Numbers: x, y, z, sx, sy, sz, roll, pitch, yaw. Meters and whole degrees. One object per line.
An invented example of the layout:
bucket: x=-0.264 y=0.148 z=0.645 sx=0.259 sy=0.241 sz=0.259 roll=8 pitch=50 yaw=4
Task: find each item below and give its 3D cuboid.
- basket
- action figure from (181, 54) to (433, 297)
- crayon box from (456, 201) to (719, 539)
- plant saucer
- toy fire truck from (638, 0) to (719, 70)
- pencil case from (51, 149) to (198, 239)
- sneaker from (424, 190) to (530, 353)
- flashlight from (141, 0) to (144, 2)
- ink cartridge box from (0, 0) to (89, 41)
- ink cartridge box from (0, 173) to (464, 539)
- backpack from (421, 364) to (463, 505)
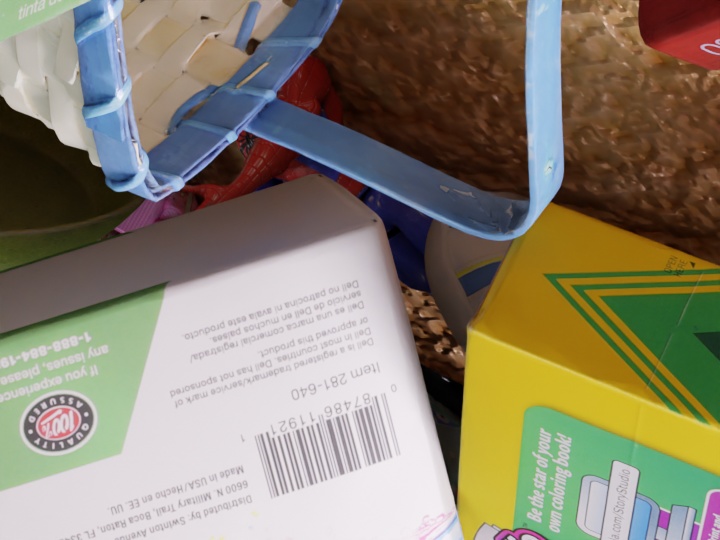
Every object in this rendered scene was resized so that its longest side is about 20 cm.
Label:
basket: x=-0.032 y=-0.105 z=0.789 sx=0.199 sy=0.139 sz=0.177 roll=26 pitch=140 yaw=21
action figure: x=0.000 y=0.000 z=0.984 sx=0.200 sy=0.099 sz=0.065 roll=40 pitch=150 yaw=-9
crayon box: x=0.116 y=0.081 z=0.881 sx=0.172 sy=0.058 sz=0.200 roll=23 pitch=149 yaw=14
plant saucer: x=-0.170 y=-0.041 z=1.003 sx=0.199 sy=0.200 sz=0.031 roll=22 pitch=113 yaw=20
toy fire truck: x=0.095 y=-0.120 z=0.633 sx=0.199 sy=0.129 sz=0.176 roll=15 pitch=163 yaw=-31
pencil case: x=-0.061 y=0.033 z=1.114 sx=0.082 sy=0.087 sz=0.200 roll=-18 pitch=131 yaw=19
sneaker: x=0.121 y=0.024 z=0.938 sx=0.200 sy=0.076 sz=0.105 roll=36 pitch=137 yaw=-13
flashlight: x=-0.121 y=-0.154 z=0.895 sx=0.068 sy=0.067 sz=0.200 roll=55 pitch=172 yaw=47
ink cartridge box: x=-0.118 y=-0.169 z=0.668 sx=0.145 sy=0.087 sz=0.201 roll=33 pitch=130 yaw=24
ink cartridge box: x=-0.045 y=0.090 z=0.904 sx=0.084 sy=0.144 sz=0.201 roll=-140 pitch=34 yaw=-72
backpack: x=-0.007 y=0.102 z=1.041 sx=0.200 sy=0.167 sz=0.127 roll=43 pitch=-171 yaw=-29
